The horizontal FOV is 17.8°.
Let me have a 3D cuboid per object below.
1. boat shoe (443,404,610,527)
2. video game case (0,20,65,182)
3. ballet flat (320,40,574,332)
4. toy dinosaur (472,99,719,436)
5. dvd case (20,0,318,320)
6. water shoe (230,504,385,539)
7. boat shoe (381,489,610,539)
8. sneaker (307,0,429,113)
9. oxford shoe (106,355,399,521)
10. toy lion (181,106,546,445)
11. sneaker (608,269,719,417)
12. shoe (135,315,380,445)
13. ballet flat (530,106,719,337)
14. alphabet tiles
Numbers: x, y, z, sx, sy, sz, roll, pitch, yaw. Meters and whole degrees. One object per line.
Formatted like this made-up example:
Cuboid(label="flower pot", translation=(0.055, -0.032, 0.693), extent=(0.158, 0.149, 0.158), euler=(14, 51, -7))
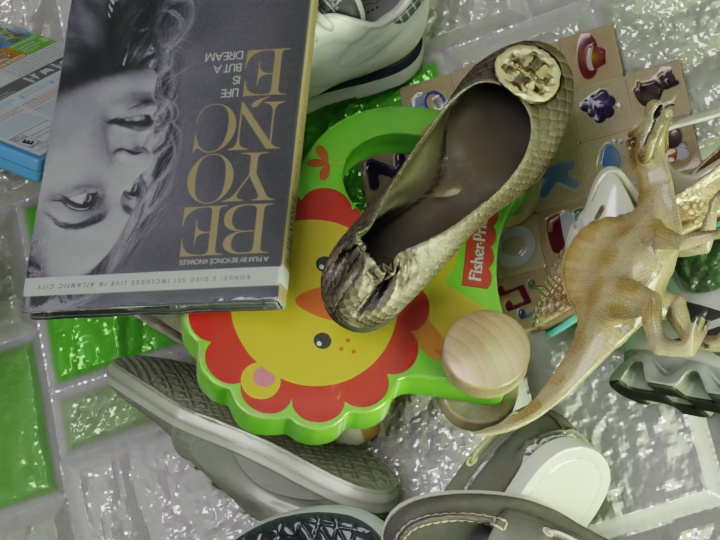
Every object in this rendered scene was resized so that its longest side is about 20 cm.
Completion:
Cuboid(label="boat shoe", translation=(0.054, 0.161, 1.249), extent=(0.202, 0.072, 0.060), euler=(-52, 37, 11))
Cuboid(label="video game case", translation=(-0.232, -0.114, 1.401), extent=(0.199, 0.143, 0.018), euler=(21, 122, 23))
Cuboid(label="ballet flat", translation=(0.047, -0.050, 1.225), extent=(0.067, 0.046, 0.200), euler=(36, 72, 17))
Cuboid(label="toy dinosaur", translation=(0.143, 0.016, 1.199), extent=(0.101, 0.058, 0.201), euler=(20, 82, 33))
Cuboid(label="dvd case", translation=(-0.103, -0.069, 1.263), extent=(0.148, 0.016, 0.201), euler=(-3, 64, 17))
Cuboid(label="water shoe", translation=(-0.058, 0.189, 1.270), extent=(0.200, 0.079, 0.072), euler=(-29, 68, 16))
Cuboid(label="boat shoe", translation=(0.108, 0.165, 1.182), extent=(0.199, 0.057, 0.067), euler=(20, 103, -7))
Cuboid(label="sneaker", translation=(-0.049, -0.125, 1.320), extent=(0.200, 0.081, 0.076), euler=(-29, 69, -21))
Cuboid(label="oxford shoe", translation=(-0.069, 0.104, 1.311), extent=(0.200, 0.075, 0.058), euler=(27, 112, 25))
Cuboid(label="toy lion", translation=(0.000, 0.000, 1.259), extent=(0.191, 0.069, 0.201), euler=(9, 66, 0))
Cuboid(label="sneaker", translation=(0.234, 0.041, 1.213), extent=(0.199, 0.074, 0.089), euler=(12, 75, 26))
Cuboid(label="shoe", translation=(-0.067, 0.048, 1.321), extent=(0.053, 0.070, 0.200), euler=(-45, 55, -11))
Cuboid(label="ballet flat", translation=(0.167, -0.041, 1.254), extent=(0.200, 0.071, 0.065), euler=(-33, 94, 0))
Cuboid(label="alphabet tiles", translation=(0.098, -0.048, 1.325), extent=(0.199, 0.006, 0.167), euler=(-16, 70, 15))
